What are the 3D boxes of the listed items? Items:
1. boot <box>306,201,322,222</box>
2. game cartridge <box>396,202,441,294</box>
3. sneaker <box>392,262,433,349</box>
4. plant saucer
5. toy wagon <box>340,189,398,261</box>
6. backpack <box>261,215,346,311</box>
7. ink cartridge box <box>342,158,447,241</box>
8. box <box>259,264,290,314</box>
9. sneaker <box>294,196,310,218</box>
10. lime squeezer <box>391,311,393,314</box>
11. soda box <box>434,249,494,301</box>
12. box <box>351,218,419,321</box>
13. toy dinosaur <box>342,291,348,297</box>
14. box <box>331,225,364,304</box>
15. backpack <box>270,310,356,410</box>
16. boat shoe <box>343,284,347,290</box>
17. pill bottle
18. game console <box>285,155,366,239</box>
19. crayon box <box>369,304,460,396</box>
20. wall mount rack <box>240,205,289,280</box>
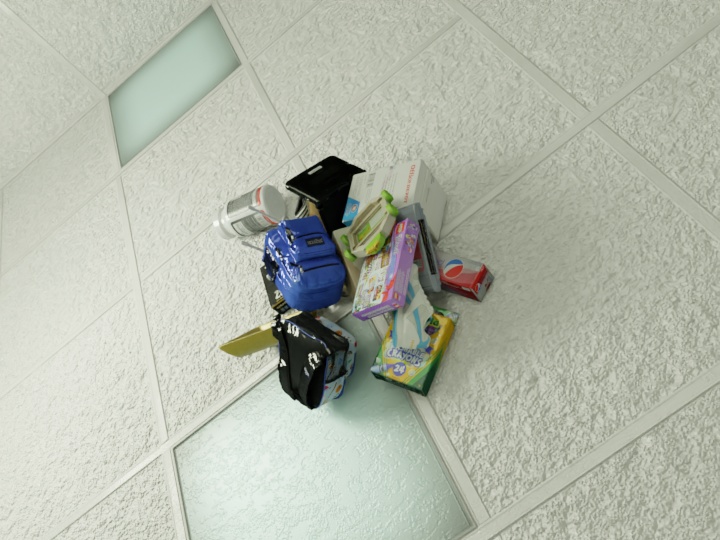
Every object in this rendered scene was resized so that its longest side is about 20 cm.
[{"bbox_3d":[-0.127,-0.169,1.879,0.173,0.066,0.202,1,62,-9],"label":"boot"},{"bbox_3d":[0.106,-0.040,1.631,0.133,0.041,0.202,-17,86,52],"label":"game cartridge"},{"bbox_3d":[0.113,0.076,1.546,0.080,0.077,0.201,7,60,-2],"label":"sneaker"},{"bbox_3d":[-0.216,0.155,1.787,0.199,0.200,0.049,-21,93,25],"label":"plant saucer"},{"bbox_3d":[0.024,-0.087,1.610,0.155,0.039,0.200,-47,27,19],"label":"toy wagon"},{"bbox_3d":[-0.128,-0.015,1.689,0.161,0.168,0.201,-14,56,-22],"label":"backpack"},{"bbox_3d":[0.086,-0.154,1.773,0.199,0.145,0.148,-8,54,33],"label":"ink cartridge box"},{"bbox_3d":[-0.164,0.000,1.925,0.199,0.049,0.160,-35,46,12],"label":"box"},{"bbox_3d":[-0.091,-0.188,1.956,0.200,0.115,0.076,-37,44,9],"label":"sneaker"},{"bbox_3d":[0.098,0.074,1.676,0.071,0.038,0.200,-44,42,2],"label":"lime squeezer"},{"bbox_3d":[0.196,0.004,1.633,0.199,0.063,0.070,18,71,43],"label":"soda box"},{"bbox_3d":[0.054,0.000,1.561,0.136,0.039,0.201,-24,44,49],"label":"box"},{"bbox_3d":[-0.136,0.035,1.811,0.199,0.102,0.077,35,119,20],"label":"toy dinosaur"},{"bbox_3d":[0.000,0.000,1.712,0.077,0.095,0.201,-16,61,-14],"label":"box"},{"bbox_3d":[-0.105,0.205,1.636,0.200,0.153,0.192,32,119,41],"label":"backpack"},{"bbox_3d":[-0.034,-0.026,1.840,0.076,0.071,0.201,-32,36,38],"label":"boat shoe"},{"bbox_3d":[-0.326,-0.165,2.120,0.199,0.116,0.117,-18,50,26],"label":"pill bottle"},{"bbox_3d":[-0.070,-0.181,1.842,0.175,0.117,0.200,28,43,24],"label":"game console"},{"bbox_3d":[0.119,0.154,1.568,0.125,0.052,0.201,16,69,26],"label":"crayon box"},{"bbox_3d":[-0.234,-0.071,1.868,0.074,0.174,0.201,-8,52,14],"label":"wall mount rack"}]
